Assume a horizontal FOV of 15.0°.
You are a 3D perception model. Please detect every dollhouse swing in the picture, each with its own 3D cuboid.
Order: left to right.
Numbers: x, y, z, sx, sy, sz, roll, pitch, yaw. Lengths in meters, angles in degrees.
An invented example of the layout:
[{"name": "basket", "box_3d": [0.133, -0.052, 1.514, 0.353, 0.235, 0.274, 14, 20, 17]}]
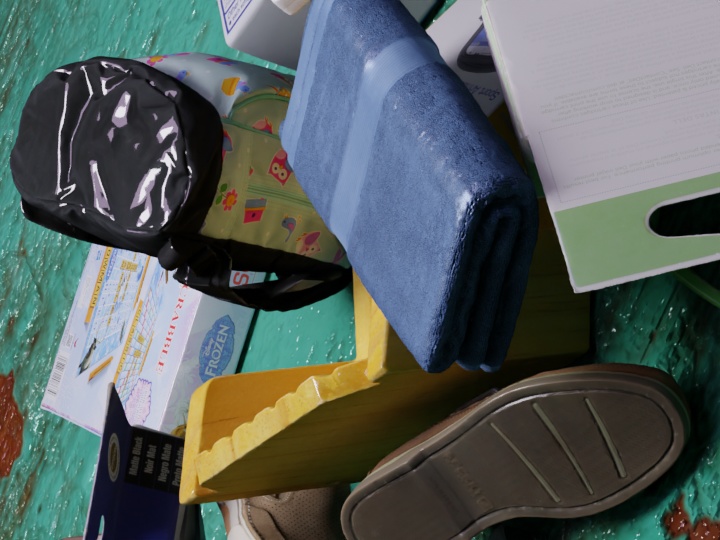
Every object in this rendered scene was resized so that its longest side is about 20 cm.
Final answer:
[{"name": "dollhouse swing", "box_3d": [0.000, 0.000, 1.414, 0.200, 0.181, 0.177, -34, 66, 50]}]

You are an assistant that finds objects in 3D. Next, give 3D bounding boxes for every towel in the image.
[{"name": "towel", "box_3d": [0.023, -0.049, 1.257, 0.200, 0.048, 0.112, -122, 38, -48]}]

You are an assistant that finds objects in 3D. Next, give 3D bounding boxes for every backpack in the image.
[{"name": "backpack", "box_3d": [-0.076, -0.056, 1.543, 0.166, 0.199, 0.127, 27, 101, 41]}]

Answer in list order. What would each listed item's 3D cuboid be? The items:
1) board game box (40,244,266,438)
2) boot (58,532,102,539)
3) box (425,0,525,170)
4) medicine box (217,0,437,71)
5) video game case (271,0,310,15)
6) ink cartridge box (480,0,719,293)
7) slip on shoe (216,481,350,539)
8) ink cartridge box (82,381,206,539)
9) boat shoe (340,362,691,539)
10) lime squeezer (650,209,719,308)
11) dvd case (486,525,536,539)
[{"name": "board game box", "box_3d": [-0.126, 0.015, 1.754, 0.199, 0.041, 0.201, 17, 89, 63]}, {"name": "boot", "box_3d": [-0.159, 0.240, 1.673, 0.186, 0.064, 0.201, -24, 49, 52]}, {"name": "box", "box_3d": [0.079, -0.108, 1.347, 0.200, 0.042, 0.119, -42, 27, -13]}, {"name": "medicine box", "box_3d": [-0.006, -0.243, 1.618, 0.182, 0.102, 0.201, -52, 33, 33]}, {"name": "video game case", "box_3d": [0.016, -0.244, 1.460, 0.200, 0.017, 0.143, -39, 41, 22]}, {"name": "ink cartridge box", "box_3d": [0.143, -0.063, 1.206, 0.048, 0.145, 0.201, 76, -179, -48]}, {"name": "slip on shoe", "box_3d": [-0.032, 0.134, 1.491, 0.061, 0.076, 0.200, -52, 26, 8]}, {"name": "ink cartridge box", "box_3d": [-0.119, 0.197, 1.503, 0.201, 0.040, 0.201, 83, -170, -53]}, {"name": "boat shoe", "box_3d": [0.077, 0.081, 1.307, 0.199, 0.072, 0.068, -22, 13, 35]}, {"name": "lime squeezer", "box_3d": [0.140, -0.047, 1.324, 0.070, 0.038, 0.201, -19, 50, 19]}, {"name": "dvd case", "box_3d": [0.040, 0.244, 1.337, 0.200, 0.025, 0.151, -55, 32, 32]}]
